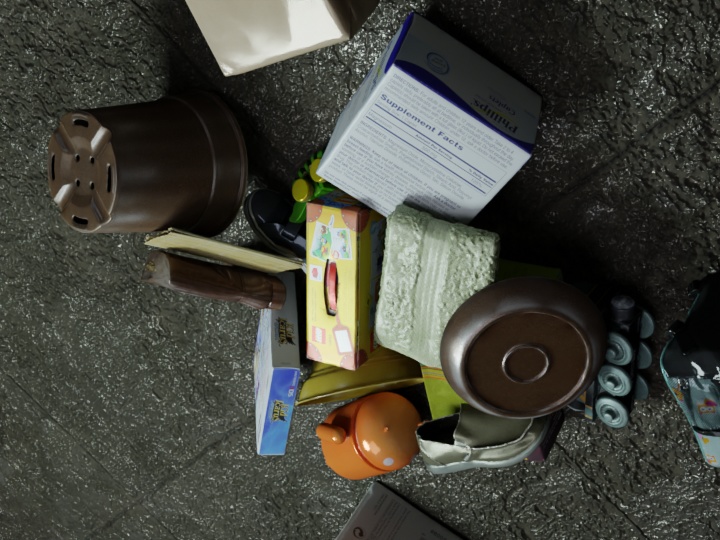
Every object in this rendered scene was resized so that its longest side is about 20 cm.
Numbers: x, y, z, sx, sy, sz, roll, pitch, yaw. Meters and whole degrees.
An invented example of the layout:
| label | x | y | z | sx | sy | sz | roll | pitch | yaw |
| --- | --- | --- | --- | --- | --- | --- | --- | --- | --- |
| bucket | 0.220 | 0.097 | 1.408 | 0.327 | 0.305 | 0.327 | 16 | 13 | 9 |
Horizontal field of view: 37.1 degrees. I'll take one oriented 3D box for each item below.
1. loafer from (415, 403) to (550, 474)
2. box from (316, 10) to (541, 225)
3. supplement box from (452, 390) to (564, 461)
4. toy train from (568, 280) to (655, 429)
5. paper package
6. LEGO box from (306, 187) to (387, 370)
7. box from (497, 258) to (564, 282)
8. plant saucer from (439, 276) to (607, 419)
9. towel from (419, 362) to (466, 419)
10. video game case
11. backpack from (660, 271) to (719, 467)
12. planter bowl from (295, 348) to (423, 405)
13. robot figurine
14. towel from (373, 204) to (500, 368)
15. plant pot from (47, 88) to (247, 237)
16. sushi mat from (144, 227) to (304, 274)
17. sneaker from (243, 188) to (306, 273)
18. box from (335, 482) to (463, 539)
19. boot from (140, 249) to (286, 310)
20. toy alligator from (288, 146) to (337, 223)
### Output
| label | x | y | z | sx | sy | sz | roll | pitch | yaw |
| --- | --- | --- | --- | --- | --- | --- | --- | --- | --- |
| loafer | 0.150 | 0.209 | 1.370 | 0.198 | 0.076 | 0.070 | -24 | 121 | 32 |
| box | 0.077 | -0.153 | 1.221 | 0.182 | 0.106 | 0.200 | 31 | 138 | -11 |
| supplement box | 0.187 | 0.148 | 1.429 | 0.109 | 0.086 | 0.202 | -1 | 124 | 34 |
| toy train | 0.298 | 0.106 | 1.329 | 0.113 | 0.085 | 0.203 | 23 | 136 | 33 |
| paper package | -0.102 | -0.341 | 1.215 | 0.197 | 0.104 | 0.193 | -8 | 120 | 37 |
| LEGO box | 0.000 | 0.000 | 1.351 | 0.076 | 0.148 | 0.204 | 11 | 112 | 27 |
| box | 0.143 | 0.041 | 1.341 | 0.197 | 0.123 | 0.048 | 11 | 153 | 28 |
| plant saucer | 0.191 | 0.100 | 1.241 | 0.196 | 0.032 | 0.203 | -1 | 123 | -1 |
| towel | 0.124 | 0.169 | 1.414 | 0.085 | 0.018 | 0.203 | 10 | 130 | 31 |
| video game case | -0.123 | 0.136 | 1.569 | 0.045 | 0.183 | 0.202 | 2 | 136 | -12 |
| backpack | 0.433 | 0.122 | 1.176 | 0.151 | 0.176 | 0.202 | 3 | 131 | 37 |
| planter bowl | -0.003 | 0.131 | 1.514 | 0.199 | 0.198 | 0.085 | -19 | 78 | 42 |
| robot figurine | 0.015 | 0.247 | 1.594 | 0.144 | 0.117 | 0.199 | 42 | 145 | -15 |
| towel | 0.088 | 0.028 | 1.258 | 0.146 | 0.037 | 0.203 | 17 | 123 | 16 |
| plant pot | -0.284 | -0.134 | 1.389 | 0.198 | 0.197 | 0.204 | 7 | 101 | 40 |
| sushi mat | -0.177 | -0.024 | 1.399 | 0.197 | 0.012 | 0.095 | 14 | 167 | -32 |
| sneaker | -0.066 | -0.045 | 1.452 | 0.200 | 0.079 | 0.079 | 42 | 143 | -19 |
| box | 0.036 | 0.502 | 1.738 | 0.198 | 0.199 | 0.173 | 31 | 137 | 10 |
| boot | -0.222 | -0.002 | 1.487 | 0.186 | 0.197 | 0.065 | 26 | 104 | 56 |
| toy alligator | -0.035 | -0.140 | 1.373 | 0.200 | 0.059 | 0.055 | -45 | 61 | 30 |
